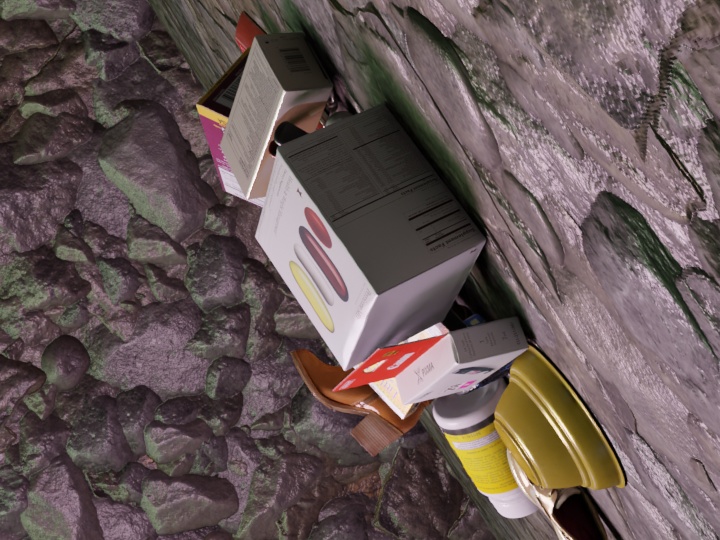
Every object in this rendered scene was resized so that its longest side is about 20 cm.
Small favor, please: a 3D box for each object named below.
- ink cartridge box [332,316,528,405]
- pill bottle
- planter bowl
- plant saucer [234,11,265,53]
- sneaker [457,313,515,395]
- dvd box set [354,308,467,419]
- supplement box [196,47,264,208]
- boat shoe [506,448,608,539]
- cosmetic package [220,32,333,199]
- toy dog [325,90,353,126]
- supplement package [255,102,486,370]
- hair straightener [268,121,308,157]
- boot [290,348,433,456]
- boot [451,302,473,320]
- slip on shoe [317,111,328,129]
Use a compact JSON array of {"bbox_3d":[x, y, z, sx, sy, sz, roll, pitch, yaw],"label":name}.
[{"bbox_3d":[0.077,0.116,1.450,0.200,0.173,0.044,131,124,-65],"label":"ink cartridge box"},{"bbox_3d":[0.196,0.252,1.789,0.200,0.114,0.114,59,174,-23],"label":"pill bottle"},{"bbox_3d":[0.212,0.189,1.442,0.201,0.083,0.200,55,175,8],"label":"planter bowl"},{"bbox_3d":[-0.122,-0.281,1.928,0.200,0.037,0.200,52,172,49],"label":"plant saucer"},{"bbox_3d":[0.153,0.110,1.624,0.077,0.076,0.200,62,166,13],"label":"sneaker"},{"bbox_3d":[0.048,0.086,1.619,0.146,0.029,0.200,47,141,16],"label":"dvd box set"},{"bbox_3d":[-0.145,-0.201,1.819,0.103,0.131,0.200,26,154,23],"label":"supplement box"},{"bbox_3d":[0.275,0.306,1.693,0.200,0.074,0.066,54,162,9],"label":"boat shoe"},{"bbox_3d":[-0.111,-0.196,1.598,0.105,0.071,0.200,63,147,28],"label":"cosmetic package"},{"bbox_3d":[-0.046,-0.155,1.662,0.132,0.096,0.200,53,174,30],"label":"toy dog"},{"bbox_3d":[0.004,-0.035,1.383,0.200,0.147,0.191,55,154,19],"label":"supplement package"},{"bbox_3d":[-0.016,-0.123,1.509,0.200,0.041,0.077,30,154,1],"label":"hair straightener"},{"bbox_3d":[0.011,0.148,1.789,0.200,0.155,0.074,45,176,8],"label":"boot"},{"bbox_3d":[0.054,0.085,1.691,0.075,0.200,0.074,29,-134,-36],"label":"boot"},{"bbox_3d":[-0.045,-0.157,1.825,0.074,0.061,0.200,50,174,39],"label":"slip on shoe"}]
